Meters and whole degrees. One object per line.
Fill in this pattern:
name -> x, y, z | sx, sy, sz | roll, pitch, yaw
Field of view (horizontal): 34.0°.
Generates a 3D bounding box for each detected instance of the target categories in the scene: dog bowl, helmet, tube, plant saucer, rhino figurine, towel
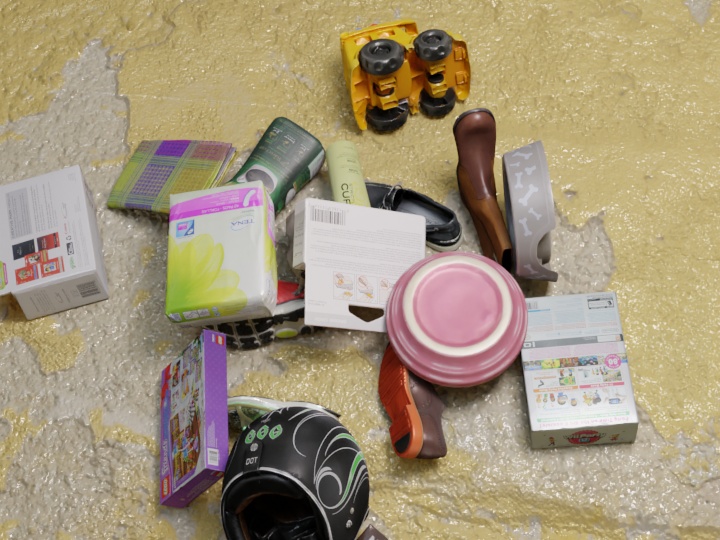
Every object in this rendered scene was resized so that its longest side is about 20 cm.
dog bowl -> 0.239, -0.081, 1.674 | 0.057, 0.201, 0.203 | -7, 58, 4
helmet -> -0.078, 0.272, 1.491 | 0.196, 0.203, 0.191 | 12, 24, 12
tube -> -0.012, -0.103, 1.755 | 0.057, 0.052, 0.203 | -15, 55, 7
plant saucer -> 0.132, 0.057, 1.614 | 0.196, 0.051, 0.204 | -1, 61, 2
rhino figurine -> -0.067, -0.020, 1.711 | 0.086, 0.060, 0.202 | 12, 40, -16
towel -> -0.294, -0.144, 1.834 | 0.197, 0.023, 0.145 | 6, 57, 32

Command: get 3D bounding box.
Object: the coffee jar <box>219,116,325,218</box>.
coffee jar -> -0.146, -0.132, 1.806 | 0.104, 0.086, 0.201 | 34, 67, 8

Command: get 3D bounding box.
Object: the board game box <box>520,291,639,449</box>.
board game box -> 0.294, 0.135, 1.621 | 0.145, 0.065, 0.203 | -5, 58, 4

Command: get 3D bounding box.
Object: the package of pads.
package of pads -> -0.194, -0.023, 1.667 | 0.152, 0.068, 0.203 | -8, 61, 9

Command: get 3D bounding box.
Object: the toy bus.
toy bus -> 0.060, -0.340, 1.900 | 0.196, 0.137, 0.193 | -15, 43, -6

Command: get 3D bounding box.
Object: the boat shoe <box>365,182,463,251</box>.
boat shoe -> 0.064, -0.095, 1.777 | 0.198, 0.066, 0.075 | 30, 67, 21

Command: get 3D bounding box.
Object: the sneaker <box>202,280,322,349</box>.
sneaker -> -0.136, 0.056, 1.715 | 0.196, 0.078, 0.086 | -6, 43, -6

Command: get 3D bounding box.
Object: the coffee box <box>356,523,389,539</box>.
coffee box -> 0.051, 0.430, 1.458 | 0.199, 0.080, 0.114 | 38, 69, 24

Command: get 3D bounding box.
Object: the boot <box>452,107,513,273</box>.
boot -> 0.179, -0.109, 1.704 | 0.067, 0.190, 0.203 | -5, 56, -10

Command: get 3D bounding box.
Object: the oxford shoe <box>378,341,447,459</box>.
oxford shoe -> 0.074, 0.176, 1.629 | 0.071, 0.071, 0.202 | 14, 47, -26

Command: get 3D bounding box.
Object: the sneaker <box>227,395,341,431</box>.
sneaker -> -0.127, 0.223, 1.609 | 0.196, 0.077, 0.090 | 3, 71, 11

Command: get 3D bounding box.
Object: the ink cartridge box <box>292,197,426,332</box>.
ink cartridge box -> 0.000, 0.000, 1.664 | 0.197, 0.045, 0.180 | 8, 76, -28

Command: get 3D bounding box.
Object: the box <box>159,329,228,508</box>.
box -> -0.226, 0.201, 1.593 | 0.039, 0.137, 0.203 | 16, 53, -31

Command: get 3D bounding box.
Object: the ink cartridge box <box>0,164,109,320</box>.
ink cartridge box -> -0.486, -0.039, 1.786 | 0.172, 0.084, 0.203 | -14, 59, -4
